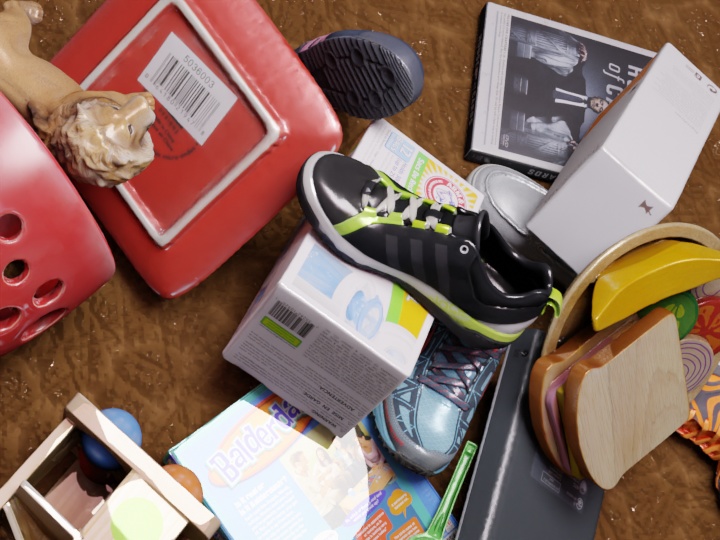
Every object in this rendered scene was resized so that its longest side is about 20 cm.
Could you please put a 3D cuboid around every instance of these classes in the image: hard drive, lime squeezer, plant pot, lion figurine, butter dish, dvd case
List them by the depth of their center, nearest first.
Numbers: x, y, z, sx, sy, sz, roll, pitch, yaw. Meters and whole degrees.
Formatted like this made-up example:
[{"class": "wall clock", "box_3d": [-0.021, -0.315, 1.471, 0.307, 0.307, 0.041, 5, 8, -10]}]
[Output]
[{"class": "plant pot", "box_3d": [-0.290, -0.023, 0.728, 0.182, 0.201, 0.201, -39, 86, -16]}, {"class": "lion figurine", "box_3d": [-0.209, -0.120, 0.732, 0.198, 0.122, 0.073, 31, 106, 12]}, {"class": "lime squeezer", "box_3d": [0.040, 0.204, 0.773, 0.037, 0.072, 0.201, 10, 33, 18]}, {"class": "hard drive", "box_3d": [0.138, 0.167, 0.843, 0.139, 0.033, 0.203, 38, 60, -38]}, {"class": "butter dish", "box_3d": [-0.115, -0.117, 0.845, 0.199, 0.148, 0.201, -40, 85, 20]}, {"class": "dvd case", "box_3d": [0.195, -0.148, 1.006, 0.196, 0.025, 0.153, 13, 69, -12]}]

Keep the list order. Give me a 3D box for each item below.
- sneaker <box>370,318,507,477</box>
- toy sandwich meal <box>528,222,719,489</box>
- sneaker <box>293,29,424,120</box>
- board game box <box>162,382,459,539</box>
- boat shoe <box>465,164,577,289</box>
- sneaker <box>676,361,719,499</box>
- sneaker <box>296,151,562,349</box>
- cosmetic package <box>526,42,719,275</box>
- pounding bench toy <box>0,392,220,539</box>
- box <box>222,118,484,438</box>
[{"class": "sneaker", "box_3d": [0.069, 0.058, 0.837, 0.078, 0.096, 0.202, 28, 49, -9]}, {"class": "toy sandwich meal", "box_3d": [0.210, 0.062, 0.806, 0.202, 0.070, 0.209, -13, 120, -23]}, {"class": "sneaker", "box_3d": [0.002, -0.162, 0.862, 0.081, 0.199, 0.071, -32, 112, -24]}, {"class": "board game box", "box_3d": [-0.029, 0.174, 0.818, 0.151, 0.045, 0.201, -33, 84, -24]}, {"class": "boat shoe", "box_3d": [0.178, -0.029, 0.935, 0.200, 0.072, 0.070, 38, 66, -2]}, {"class": "sneaker", "box_3d": [0.294, 0.137, 0.912, 0.196, 0.078, 0.114, 13, 68, -12]}, {"class": "sneaker", "box_3d": [0.052, -0.028, 0.744, 0.198, 0.083, 0.072, 34, 47, -13]}, {"class": "cosmetic package", "box_3d": [0.217, -0.090, 0.890, 0.071, 0.102, 0.200, 40, 43, -1]}, {"class": "pounding bench toy", "box_3d": [-0.155, 0.204, 0.727, 0.199, 0.124, 0.156, 41, 65, 0]}, {"class": "box", "box_3d": [0.000, 0.000, 0.820, 0.112, 0.101, 0.201, 34, 47, -9]}]
